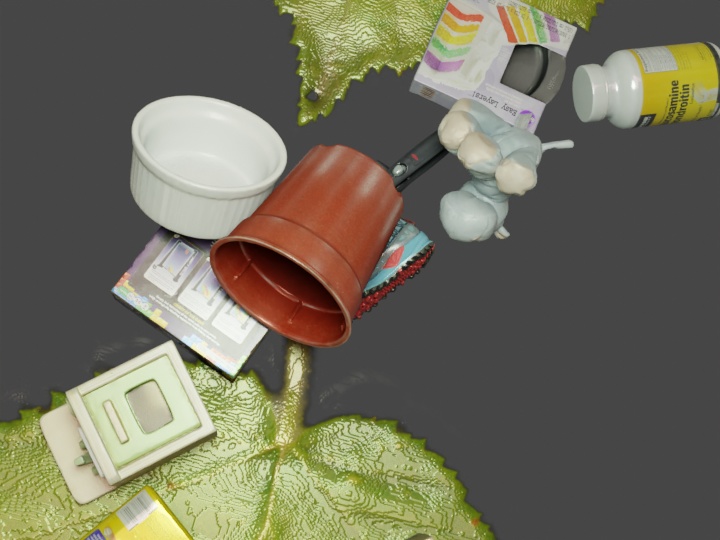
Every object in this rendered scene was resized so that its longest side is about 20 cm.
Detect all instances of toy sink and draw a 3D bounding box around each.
[{"bbox_3d":[-0.297,0.194,1.360,0.200,0.112,0.131,-26,82,-11],"label":"toy sink"}]

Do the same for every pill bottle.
[{"bbox_3d":[0.411,-0.262,1.539,0.200,0.112,0.112,-8,80,-8],"label":"pill bottle"}]

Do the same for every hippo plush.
[{"bbox_3d":[0.159,-0.129,1.465,0.159,0.161,0.200,36,33,9],"label":"hippo plush"}]

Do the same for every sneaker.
[{"bbox_3d":[0.000,0.000,1.467,0.200,0.079,0.096,-34,67,-16],"label":"sneaker"}]

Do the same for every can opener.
[{"bbox_3d":[0.069,-0.147,1.499,0.200,0.063,0.079,-36,84,-12],"label":"can opener"}]

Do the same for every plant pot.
[{"bbox_3d":[-0.053,-0.041,1.356,0.201,0.201,0.195,33,61,1],"label":"plant pot"}]

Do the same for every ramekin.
[{"bbox_3d":[-0.204,-0.131,1.404,0.200,0.098,0.201,13,39,-11],"label":"ramekin"}]

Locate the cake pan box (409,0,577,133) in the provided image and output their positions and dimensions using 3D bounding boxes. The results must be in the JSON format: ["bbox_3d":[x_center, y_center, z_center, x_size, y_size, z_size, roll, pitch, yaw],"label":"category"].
[{"bbox_3d":[0.194,-0.302,1.554,0.200,0.052,0.184,26,79,-2],"label":"cake pan box"}]

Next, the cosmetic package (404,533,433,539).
[{"bbox_3d":[0.008,0.406,1.359,0.200,0.105,0.071,-23,82,-12],"label":"cosmetic package"}]

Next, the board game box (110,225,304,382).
[{"bbox_3d":[-0.202,0.024,1.436,0.200,0.057,0.165,36,75,2],"label":"board game box"}]

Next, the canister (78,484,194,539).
[{"bbox_3d":[-0.299,0.382,1.336,0.200,0.087,0.149,-39,85,-14],"label":"canister"}]
